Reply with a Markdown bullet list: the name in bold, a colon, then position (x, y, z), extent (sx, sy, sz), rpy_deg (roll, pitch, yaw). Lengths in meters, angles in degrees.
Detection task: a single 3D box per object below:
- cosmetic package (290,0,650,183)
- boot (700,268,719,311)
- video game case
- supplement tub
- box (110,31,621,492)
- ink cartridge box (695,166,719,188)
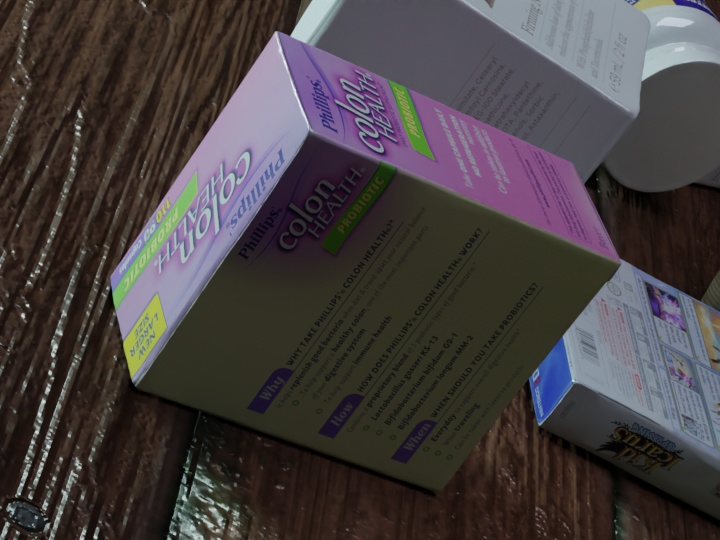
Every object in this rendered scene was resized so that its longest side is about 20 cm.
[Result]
- **cosmetic package**: position (0.060, -0.127, 1.579), extent (0.200, 0.166, 0.167), rpy_deg (32, 28, -8)
- **boot**: position (0.332, -0.025, 1.769), extent (0.074, 0.155, 0.200), rpy_deg (41, 25, 10)
- **video game case**: position (0.188, 0.069, 1.550), extent (0.181, 0.045, 0.200), rpy_deg (27, 27, -17)
- **supplement tub**: position (0.206, -0.169, 1.870), extent (0.145, 0.145, 0.200), rpy_deg (18, 30, -34)
- **box**: position (0.000, 0.000, 1.274), extent (0.200, 0.176, 0.097), rpy_deg (21, 29, -29)
- **ink cartridge box**: position (0.293, -0.127, 2.001), extent (0.200, 0.068, 0.117), rpy_deg (8, 37, -46)
